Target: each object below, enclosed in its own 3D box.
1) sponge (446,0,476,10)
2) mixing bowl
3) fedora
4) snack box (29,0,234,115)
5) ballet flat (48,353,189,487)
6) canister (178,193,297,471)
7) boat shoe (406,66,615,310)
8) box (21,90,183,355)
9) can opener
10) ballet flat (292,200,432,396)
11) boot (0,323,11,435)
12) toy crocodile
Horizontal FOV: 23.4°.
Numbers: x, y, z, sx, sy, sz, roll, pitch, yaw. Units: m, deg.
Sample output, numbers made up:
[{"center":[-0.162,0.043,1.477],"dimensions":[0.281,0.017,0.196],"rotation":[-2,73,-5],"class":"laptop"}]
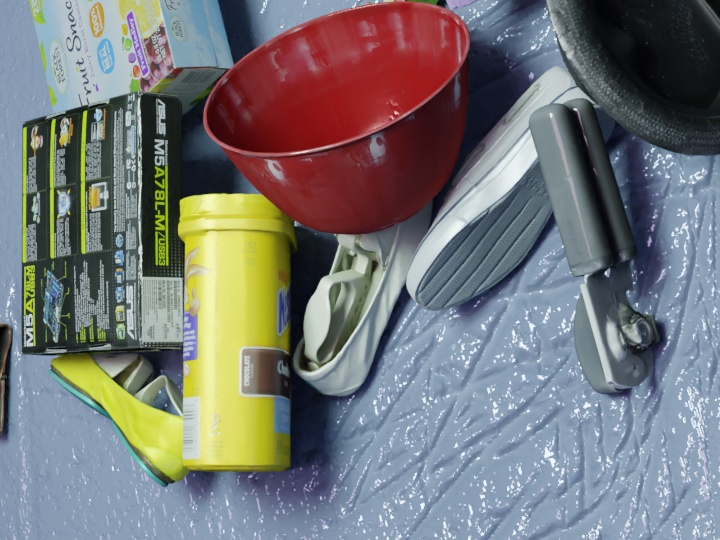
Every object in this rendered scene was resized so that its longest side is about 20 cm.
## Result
[{"center":[0.132,-0.276,1.224],"dimensions":[0.199,0.030,0.112],"rotation":[-24,101,13],"class":"sponge"},{"center":[-0.003,-0.097,1.255],"dimensions":[0.198,0.109,0.201],"rotation":[-15,32,9],"class":"mixing bowl"},{"center":[0.194,-0.161,1.170],"dimensions":[0.092,0.199,0.203],"rotation":[138,128,-66],"class":"fedora"},{"center":[-0.198,-0.202,1.470],"dimensions":[0.200,0.067,0.170],"rotation":[-34,66,49],"class":"snack box"},{"center":[-0.189,0.108,1.447],"dimensions":[0.067,0.067,0.200],"rotation":[-52,43,-3],"class":"ballet flat"},{"center":[-0.093,0.053,1.335],"dimensions":[0.086,0.149,0.202],"rotation":[0,83,1],"class":"canister"},{"center":[0.102,-0.059,1.261],"dimensions":[0.200,0.073,0.067],"rotation":[-46,43,11],"class":"boat shoe"},{"center":[-0.212,-0.033,1.406],"dimensions":[0.192,0.047,0.202],"rotation":[-8,82,53],"class":"box"},{"center":[0.151,-0.013,1.188],"dimensions":[0.067,0.053,0.202],"rotation":[-17,88,48],"class":"can opener"},{"center":[0.000,0.000,1.321],"dimensions":[0.069,0.069,0.202],"rotation":[24,96,38],"class":"ballet flat"},{"center":[-0.406,0.147,1.625],"dimensions":[0.198,0.068,0.190],"rotation":[-2,73,30],"class":"boot"},{"center":[0.035,-0.213,1.335],"dimensions":[0.067,0.062,0.201],"rotation":[32,102,37],"class":"toy crocodile"}]
